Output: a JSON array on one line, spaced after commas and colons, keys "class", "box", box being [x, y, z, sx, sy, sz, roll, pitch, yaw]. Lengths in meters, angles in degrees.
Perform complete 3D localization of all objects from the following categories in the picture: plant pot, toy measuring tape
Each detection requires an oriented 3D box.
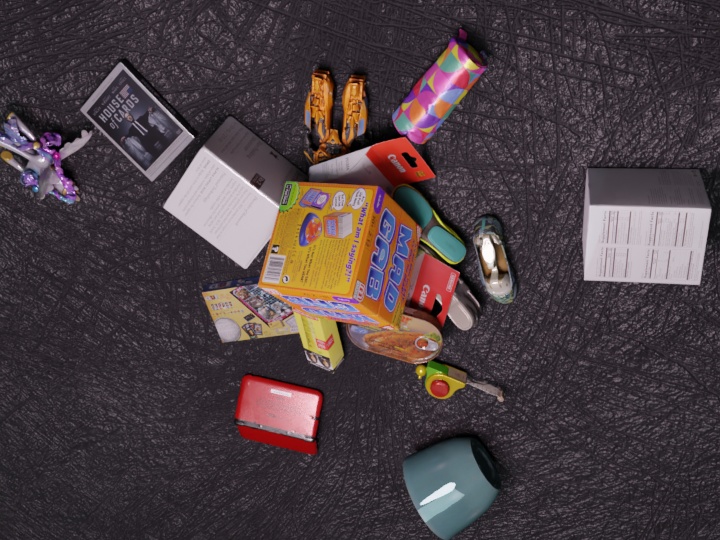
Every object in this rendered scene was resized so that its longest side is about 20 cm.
[{"class": "plant pot", "box": [0.215, 0.466, 1.882, 0.160, 0.201, 0.201, -34, 109, 16]}, {"class": "toy measuring tape", "box": [0.208, 0.254, 1.825, 0.197, 0.074, 0.074, 22, 123, 1]}]

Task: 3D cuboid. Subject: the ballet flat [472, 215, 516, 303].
[{"class": "ballet flat", "box": [0.259, -0.007, 1.657, 0.073, 0.075, 0.203, -12, 117, 20]}]

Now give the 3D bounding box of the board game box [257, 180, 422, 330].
[{"class": "board game box", "box": [-0.032, -0.026, 1.536, 0.197, 0.204, 0.199, 6, 164, 30]}]

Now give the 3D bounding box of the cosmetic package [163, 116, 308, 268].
[{"class": "cosmetic package", "box": [-0.237, -0.151, 1.635, 0.199, 0.166, 0.165, 36, 122, -10]}]

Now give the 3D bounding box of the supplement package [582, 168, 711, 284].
[{"class": "supplement package", "box": [0.499, -0.081, 1.503, 0.196, 0.153, 0.153, 2, 122, 12]}]

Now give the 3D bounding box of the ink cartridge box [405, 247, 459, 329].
[{"class": "ink cartridge box", "box": [0.094, 0.049, 1.705, 0.175, 0.044, 0.203, 32, 127, 25]}]

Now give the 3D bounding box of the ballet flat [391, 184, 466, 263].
[{"class": "ballet flat", "box": [0.125, -0.089, 1.643, 0.200, 0.067, 0.067, 44, 90, -17]}]

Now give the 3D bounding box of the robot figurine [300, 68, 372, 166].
[{"class": "robot figurine", "box": [-0.047, -0.267, 1.582, 0.142, 0.058, 0.203, 9, 121, 9]}]

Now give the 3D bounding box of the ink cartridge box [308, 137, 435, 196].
[{"class": "ink cartridge box", "box": [0.025, -0.167, 1.582, 0.197, 0.048, 0.160, -14, 153, 22]}]

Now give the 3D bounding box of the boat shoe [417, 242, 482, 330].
[{"class": "boat shoe", "box": [0.173, 0.027, 1.702, 0.202, 0.057, 0.067, 56, 135, 2]}]

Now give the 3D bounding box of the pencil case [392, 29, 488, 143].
[{"class": "pencil case", "box": [0.140, -0.318, 1.495, 0.088, 0.089, 0.200, 36, 120, -9]}]

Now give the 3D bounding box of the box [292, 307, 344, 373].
[{"class": "box", "box": [-0.089, 0.128, 1.793, 0.074, 0.050, 0.202, 19, 142, 26]}]

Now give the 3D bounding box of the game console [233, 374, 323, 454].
[{"class": "game console", "box": [-0.188, 0.342, 2.005, 0.196, 0.119, 0.176, 11, 92, 6]}]

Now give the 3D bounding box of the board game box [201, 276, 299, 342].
[{"class": "board game box", "box": [-0.233, 0.083, 1.850, 0.196, 0.035, 0.138, -8, 118, 18]}]

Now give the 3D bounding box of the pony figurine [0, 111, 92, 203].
[{"class": "pony figurine", "box": [-0.640, -0.226, 1.717, 0.199, 0.168, 0.192, 38, 154, -14]}]

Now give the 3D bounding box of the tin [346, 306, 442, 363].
[{"class": "tin", "box": [0.069, 0.119, 1.696, 0.196, 0.042, 0.113, 17, 128, -4]}]

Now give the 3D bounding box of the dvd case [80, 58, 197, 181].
[{"class": "dvd case", "box": [-0.440, -0.295, 1.683, 0.150, 0.025, 0.200, -37, 107, 28]}]
